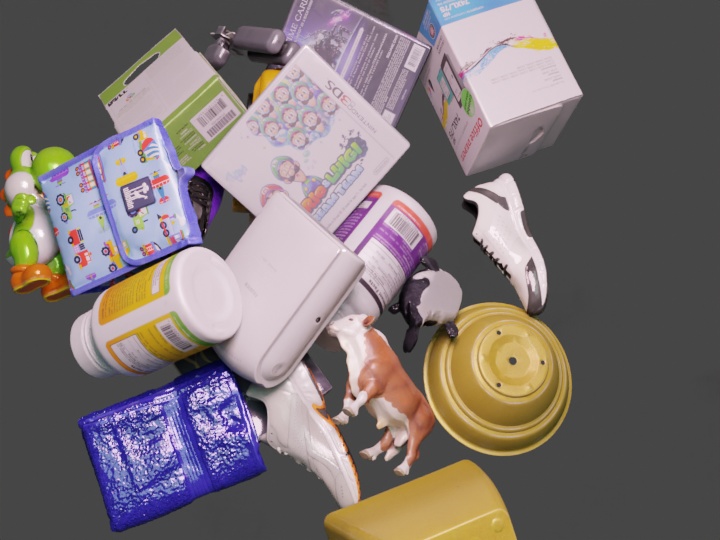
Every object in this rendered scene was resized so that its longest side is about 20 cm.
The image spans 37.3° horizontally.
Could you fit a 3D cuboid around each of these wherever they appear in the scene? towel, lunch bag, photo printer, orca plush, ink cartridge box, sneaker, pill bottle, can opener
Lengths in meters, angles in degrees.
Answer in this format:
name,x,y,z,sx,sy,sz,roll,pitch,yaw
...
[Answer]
name,x,y,z,sx,sy,sz,roll,pitch,yaw
towel,-0.223,0.204,1.264,0.197,0.050,0.150,-22,74,-10
lunch bag,-0.266,-0.076,1.258,0.198,0.094,0.153,-23,82,31
photo printer,-0.104,0.027,1.272,0.201,0.069,0.166,-53,47,5
orca plush,0.069,0.053,1.324,0.070,0.201,0.106,-23,107,23
ink cartridge box,0.181,-0.265,1.453,0.144,0.147,0.203,-19,72,-15
sneaker,-0.212,-0.072,1.344,0.069,0.099,0.203,26,70,-16
sneaker,0.191,-0.028,1.413,0.079,0.074,0.203,-14,64,-7
sneaker,-0.068,0.206,1.283,0.091,0.076,0.203,-27,83,-2
pill bottle,-0.243,0.058,1.247,0.198,0.110,0.113,-23,67,30
can opener,-0.151,-0.283,1.407,0.053,0.199,0.068,34,84,-33
ink cartridge box,-0.246,-0.214,1.390,0.147,0.076,0.200,-41,39,1
pill bottle,0.000,0.000,1.347,0.111,0.112,0.201,37,69,7

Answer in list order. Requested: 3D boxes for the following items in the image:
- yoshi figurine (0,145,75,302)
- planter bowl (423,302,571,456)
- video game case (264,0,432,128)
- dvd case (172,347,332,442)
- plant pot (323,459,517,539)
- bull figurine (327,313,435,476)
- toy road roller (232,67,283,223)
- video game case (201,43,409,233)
name,x,y,z,sx,sy,sz,roll,pitch,yaw
yoshi figurine,-0.389,-0.073,1.329,0.110,0.113,0.203,-6,68,-21
planter bowl,0.183,0.124,1.341,0.196,0.084,0.204,3,70,-7
video game case,-0.020,-0.282,1.454,0.198,0.019,0.145,28,109,4
dvd case,-0.150,0.109,1.337,0.148,0.016,0.201,-33,77,-17
plant pot,0.093,0.340,1.174,0.197,0.176,0.204,-18,87,-14
bull figurine,0.021,0.147,1.275,0.201,0.065,0.122,50,55,-26
toy road roller,-0.097,-0.169,1.378,0.120,0.146,0.204,5,69,-5
video game case,-0.068,-0.144,1.329,0.182,0.024,0.200,41,99,-14
